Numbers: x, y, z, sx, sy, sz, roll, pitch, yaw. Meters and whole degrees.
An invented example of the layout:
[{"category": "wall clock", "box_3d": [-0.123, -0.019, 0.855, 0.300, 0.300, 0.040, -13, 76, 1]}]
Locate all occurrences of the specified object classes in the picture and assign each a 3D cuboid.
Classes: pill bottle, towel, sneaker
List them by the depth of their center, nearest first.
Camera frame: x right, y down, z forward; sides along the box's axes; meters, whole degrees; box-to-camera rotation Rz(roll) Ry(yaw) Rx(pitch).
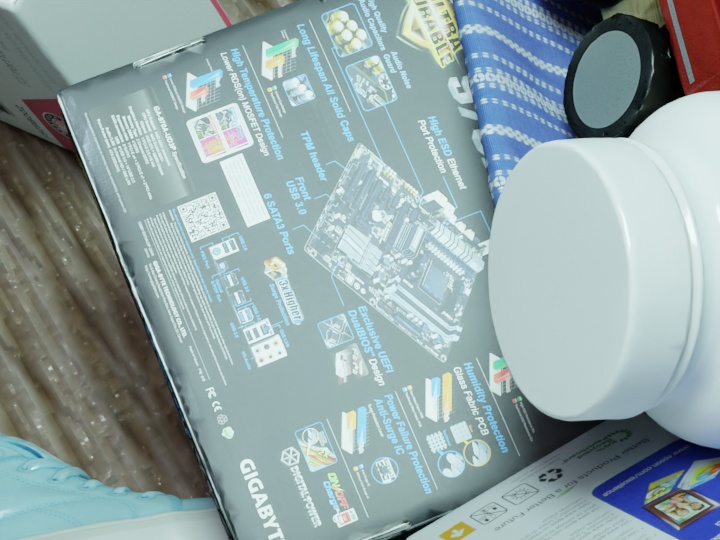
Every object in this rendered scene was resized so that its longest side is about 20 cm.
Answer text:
[{"category": "pill bottle", "box_3d": [0.147, -0.002, 0.782, 0.200, 0.112, 0.112, -4, 52, -27]}, {"category": "towel", "box_3d": [0.095, -0.043, 0.883, 0.024, 0.145, 0.200, -36, 49, 36]}, {"category": "sneaker", "box_3d": [-0.118, 0.093, 0.923, 0.200, 0.074, 0.082, -7, 60, 11]}]

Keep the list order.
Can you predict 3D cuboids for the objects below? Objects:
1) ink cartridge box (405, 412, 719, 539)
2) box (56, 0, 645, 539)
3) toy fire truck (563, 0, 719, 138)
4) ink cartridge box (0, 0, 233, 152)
[{"category": "ink cartridge box", "box_3d": [0.102, 0.096, 0.728, 0.095, 0.037, 0.200, -28, 21, -21]}, {"category": "box", "box_3d": [0.000, 0.000, 0.880, 0.159, 0.046, 0.200, -22, 73, -7]}, {"category": "toy fire truck", "box_3d": [0.168, -0.140, 0.851, 0.200, 0.129, 0.176, -40, 49, 41]}, {"category": "ink cartridge box", "box_3d": [-0.170, -0.132, 1.028, 0.200, 0.147, 0.083, 22, 73, 28]}]
